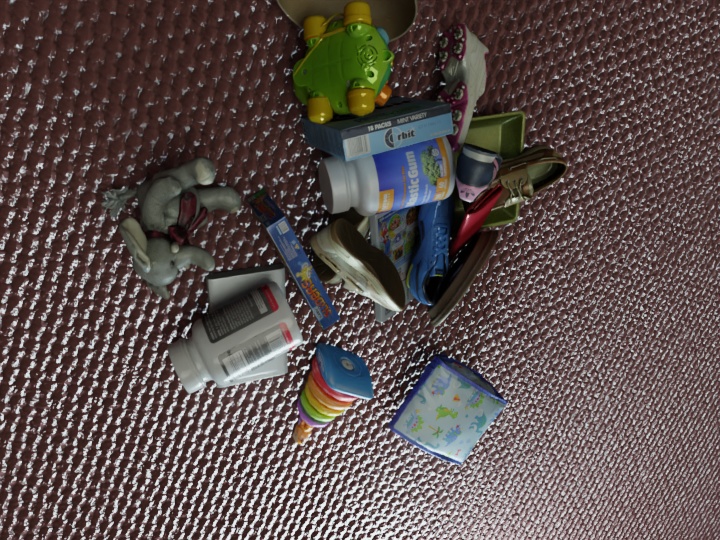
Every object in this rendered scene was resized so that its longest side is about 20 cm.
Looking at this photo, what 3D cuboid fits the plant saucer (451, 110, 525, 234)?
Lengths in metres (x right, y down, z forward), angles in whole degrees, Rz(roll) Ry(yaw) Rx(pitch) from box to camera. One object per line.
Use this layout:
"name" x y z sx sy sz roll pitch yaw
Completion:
"plant saucer" 0.191 -0.173 1.182 0.195 0.048 0.205 -11 117 -19

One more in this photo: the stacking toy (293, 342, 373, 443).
"stacking toy" -0.074 0.242 1.231 0.108 0.117 0.202 20 117 -29

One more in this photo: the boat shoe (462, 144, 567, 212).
"boat shoe" 0.268 -0.154 1.153 0.197 0.074 0.077 -30 121 -10

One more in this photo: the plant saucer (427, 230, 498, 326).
"plant saucer" 0.177 0.009 1.191 0.029 0.200 0.202 34 97 1

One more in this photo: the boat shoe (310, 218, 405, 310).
"boat shoe" 0.000 0.000 1.069 0.064 0.073 0.200 -23 131 30

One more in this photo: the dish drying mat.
"dish drying mat" 0.184 -0.079 1.102 0.077 0.200 0.018 -43 80 -12

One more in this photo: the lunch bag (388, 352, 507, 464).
"lunch bag" 0.162 0.266 1.321 0.198 0.127 0.172 28 100 -41

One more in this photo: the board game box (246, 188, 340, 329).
"board game box" -0.106 -0.019 1.064 0.034 0.135 0.203 -31 121 -7

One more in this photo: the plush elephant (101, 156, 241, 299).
"plush elephant" -0.269 -0.050 0.954 0.194 0.165 0.159 -10 77 -3

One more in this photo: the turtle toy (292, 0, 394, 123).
"turtle toy" -0.028 -0.281 0.951 0.100 0.196 0.150 -5 93 -51

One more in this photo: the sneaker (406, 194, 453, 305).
"sneaker" 0.131 -0.040 1.142 0.064 0.078 0.205 3 110 -23

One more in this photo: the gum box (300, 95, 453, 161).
"gum box" 0.018 -0.215 0.992 0.166 0.200 0.046 -17 113 -16

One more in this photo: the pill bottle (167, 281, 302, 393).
"pill bottle" -0.198 0.110 1.063 0.196 0.111 0.113 -27 121 -11

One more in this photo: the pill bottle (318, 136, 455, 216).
"pill bottle" 0.038 -0.148 1.038 0.195 0.112 0.115 -14 118 -15

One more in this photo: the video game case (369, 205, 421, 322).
"video game case" 0.069 -0.030 1.169 0.142 0.018 0.205 -33 129 -42

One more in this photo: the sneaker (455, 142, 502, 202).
"sneaker" 0.180 -0.153 1.061 0.069 0.200 0.084 19 102 14

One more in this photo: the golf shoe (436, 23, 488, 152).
"golf shoe" 0.170 -0.287 1.082 0.090 0.074 0.206 9 87 -40

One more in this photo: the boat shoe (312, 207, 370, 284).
"boat shoe" -0.016 -0.073 1.128 0.204 0.071 0.065 -66 157 0

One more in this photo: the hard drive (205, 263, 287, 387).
"hard drive" -0.189 0.095 1.141 0.128 0.026 0.205 -9 116 -21

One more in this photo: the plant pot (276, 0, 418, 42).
"plant pot" -0.010 -0.423 0.913 0.196 0.199 0.138 18 74 -29
